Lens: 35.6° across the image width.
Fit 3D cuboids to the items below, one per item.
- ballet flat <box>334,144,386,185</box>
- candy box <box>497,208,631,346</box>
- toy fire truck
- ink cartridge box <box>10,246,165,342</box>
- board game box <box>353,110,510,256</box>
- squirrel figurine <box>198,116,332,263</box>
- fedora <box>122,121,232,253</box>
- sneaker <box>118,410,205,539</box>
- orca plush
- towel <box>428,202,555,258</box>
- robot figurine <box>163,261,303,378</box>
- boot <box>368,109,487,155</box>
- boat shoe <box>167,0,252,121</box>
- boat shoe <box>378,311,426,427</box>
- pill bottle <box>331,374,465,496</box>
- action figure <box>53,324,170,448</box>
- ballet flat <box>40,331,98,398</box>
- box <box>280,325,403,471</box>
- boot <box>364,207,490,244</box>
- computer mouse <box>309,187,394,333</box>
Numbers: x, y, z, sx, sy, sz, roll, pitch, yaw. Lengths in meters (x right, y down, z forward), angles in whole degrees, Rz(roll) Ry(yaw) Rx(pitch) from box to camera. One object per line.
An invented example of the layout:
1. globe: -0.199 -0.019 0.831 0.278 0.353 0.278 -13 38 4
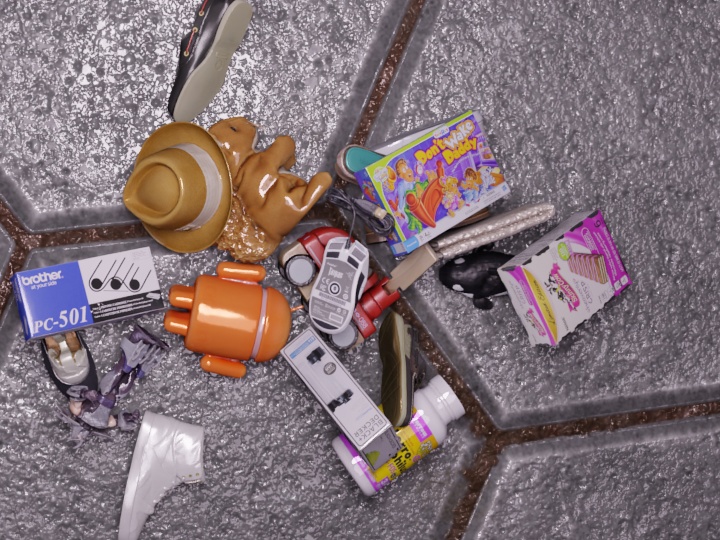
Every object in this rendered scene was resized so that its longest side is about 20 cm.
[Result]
1. ballet flat: 0.049 -0.135 1.663 0.198 0.067 0.069 23 72 -20
2. candy box: 0.318 0.010 1.731 0.199 0.061 0.138 -33 102 -32
3. toy fire truck: 0.000 0.000 1.670 0.199 0.129 0.177 -35 100 -7
4. ink cartridge box: -0.388 0.033 1.598 0.198 0.044 0.095 -13 85 -30
5. board game box: 0.106 -0.127 1.625 0.199 0.045 0.136 -31 97 -24
6. squirrel figurine: -0.170 -0.120 1.625 0.186 0.141 0.200 41 84 -6
7. fedora: -0.271 -0.114 1.578 0.081 0.199 0.203 -14 101 -53
8. sneaker: -0.291 0.321 1.672 0.114 0.074 0.203 14 91 -9
9. orca plush: 0.226 0.018 1.746 0.198 0.071 0.106 19 91 -12
10. towel: 0.191 -0.059 1.701 0.198 0.132 0.035 -20 95 -8
11. robot figurine: -0.188 0.073 1.648 0.197 0.117 0.145 10 60 -11
12. boot: 0.104 -0.168 1.705 0.198 0.074 0.097 -19 102 -5
13. boat shoe: -0.229 -0.312 1.633 0.063 0.073 0.203 32 100 23
14. boat shoe: 0.069 0.149 1.681 0.065 0.202 0.072 15 133 -19
15. pill bottle: 0.061 0.248 1.719 0.199 0.104 0.105 -36 101 -6
16. action figure: -0.362 0.175 1.630 0.201 0.069 0.130 -55 146 -3
17. ballet flat: -0.435 0.104 1.625 0.072 0.073 0.202 -18 99 -9
18. box: -0.027 0.189 1.641 0.060 0.117 0.200 -38 65 -8
19. boot: 0.102 -0.091 1.716 0.197 0.074 0.076 -8 87 -8
20. computer mouse: -0.022 -0.009 1.592 0.109 0.044 0.202 22 104 18
